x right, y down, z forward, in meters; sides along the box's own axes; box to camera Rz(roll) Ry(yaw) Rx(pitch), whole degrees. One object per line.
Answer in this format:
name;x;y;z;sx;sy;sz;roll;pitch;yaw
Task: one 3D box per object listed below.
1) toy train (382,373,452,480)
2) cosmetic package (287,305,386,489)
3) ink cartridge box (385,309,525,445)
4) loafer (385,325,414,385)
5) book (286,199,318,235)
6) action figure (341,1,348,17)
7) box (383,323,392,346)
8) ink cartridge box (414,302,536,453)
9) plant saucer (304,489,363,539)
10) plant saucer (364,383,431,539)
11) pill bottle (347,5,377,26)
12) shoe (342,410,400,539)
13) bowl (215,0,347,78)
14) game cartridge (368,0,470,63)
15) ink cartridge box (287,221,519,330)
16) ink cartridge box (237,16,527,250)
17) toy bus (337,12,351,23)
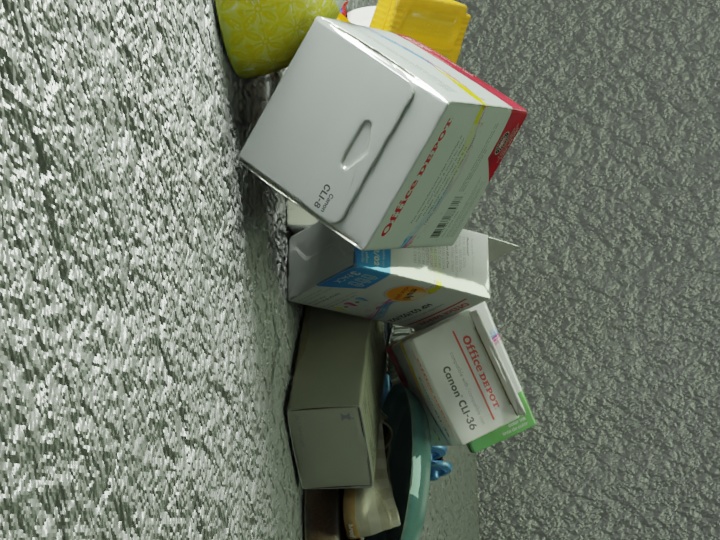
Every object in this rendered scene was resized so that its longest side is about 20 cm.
toy train;0.039;0.178;1.920;0.200;0.114;0.087;69;18;-64
cosmetic package;-0.020;0.108;1.681;0.200;0.073;0.104;-80;165;-55
ink cartridge box;0.092;0.108;1.705;0.117;0.067;0.200;64;-11;2
loafer;0.034;0.146;2.098;0.070;0.075;0.201;115;-22;-83
book;0.009;-0.030;1.723;0.200;0.133;0.048;62;27;-73
action figure;-0.031;-0.240;1.817;0.200;0.051;0.066;-86;165;-49
box;0.000;0.000;1.930;0.158;0.051;0.201;-74;160;-69
ink cartridge box;0.112;0.081;1.934;0.145;0.084;0.201;-113;180;-73
plant saucer;-0.024;0.259;1.745;0.200;0.034;0.201;-3;90;-81
plant saucer;0.038;0.215;1.740;0.200;0.027;0.201;-172;-90;-80
pill bottle;0.024;-0.193;1.951;0.200;0.110;0.111;76;14;-54
shoe;0.013;0.187;1.716;0.200;0.053;0.070;-90;165;-51
bowl;-0.054;-0.263;1.445;0.200;0.107;0.201;-2;90;-82
game cartridge;0.043;-0.193;1.821;0.176;0.032;0.201;-7;120;-61
ink cartridge box;0.044;0.002;1.643;0.115;0.199;0.068;-26;-122;50
ink cartridge box;0.023;-0.115;1.475;0.146;0.144;0.200;-60;161;14
toy bus;0.008;-0.155;1.624;0.200;0.078;0.065;54;6;-17
